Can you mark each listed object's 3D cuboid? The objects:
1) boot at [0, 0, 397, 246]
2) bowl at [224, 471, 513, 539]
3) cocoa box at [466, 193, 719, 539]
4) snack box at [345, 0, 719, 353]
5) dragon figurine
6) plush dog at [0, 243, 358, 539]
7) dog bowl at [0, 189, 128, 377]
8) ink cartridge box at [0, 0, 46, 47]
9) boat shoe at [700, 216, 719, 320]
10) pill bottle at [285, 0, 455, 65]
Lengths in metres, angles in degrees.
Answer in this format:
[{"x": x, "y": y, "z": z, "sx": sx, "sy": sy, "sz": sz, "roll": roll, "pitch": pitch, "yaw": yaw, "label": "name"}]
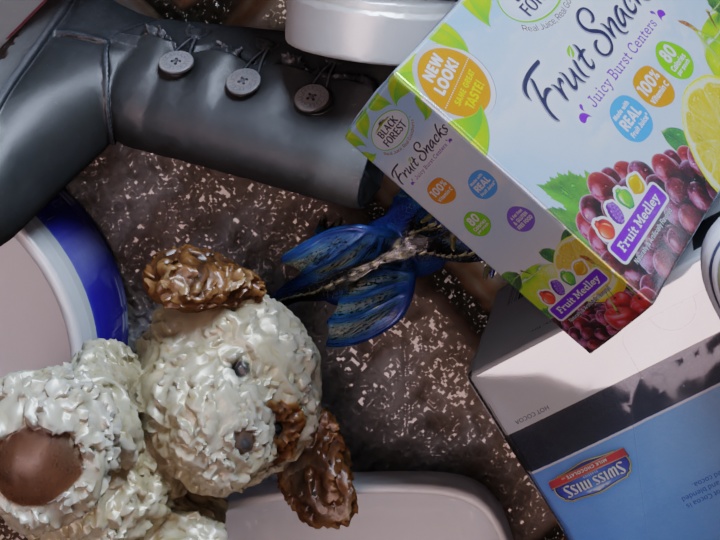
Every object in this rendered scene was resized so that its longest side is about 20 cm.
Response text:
[{"x": -0.088, "y": -0.061, "z": 0.765, "sx": 0.199, "sy": 0.165, "sz": 0.066, "roll": 16, "pitch": 153, "yaw": 7, "label": "boot"}, {"x": 0.003, "y": 0.202, "z": 0.854, "sx": 0.199, "sy": 0.075, "sz": 0.201, "roll": -6, "pitch": 105, "yaw": 15, "label": "bowl"}, {"x": 0.174, "y": 0.039, "z": 0.736, "sx": 0.199, "sy": 0.133, "sz": 0.132, "roll": -29, "pitch": 99, "yaw": 18, "label": "cocoa box"}, {"x": 0.102, "y": -0.079, "z": 0.686, "sx": 0.142, "sy": 0.200, "sz": 0.053, "roll": 40, "pitch": 138, "yaw": -1, "label": "snack box"}, {"x": 0.000, "y": 0.000, "z": 0.782, "sx": 0.199, "sy": 0.099, "sz": 0.059, "roll": -26, "pitch": 98, "yaw": 18, "label": "dragon figurine"}, {"x": -0.093, "y": 0.082, "z": 0.759, "sx": 0.171, "sy": 0.160, "sz": 0.200, "roll": -34, "pitch": 119, "yaw": -11, "label": "plush dog"}, {"x": -0.235, "y": 0.033, "z": 0.856, "sx": 0.199, "sy": 0.079, "sz": 0.201, "roll": 3, "pitch": 106, "yaw": 11, "label": "dog bowl"}, {"x": -0.245, "y": -0.196, "z": 0.751, "sx": 0.145, "sy": 0.083, "sz": 0.200, "roll": -43, "pitch": 76, "yaw": 9, "label": "ink cartridge box"}, {"x": 0.221, "y": 0.050, "z": 0.625, "sx": 0.200, "sy": 0.062, "sz": 0.072, "roll": 43, "pitch": 108, "yaw": -5, "label": "boat shoe"}, {"x": 0.015, "y": -0.202, "z": 0.714, "sx": 0.112, "sy": 0.112, "sz": 0.201, "roll": 11, "pitch": 108, "yaw": 9, "label": "pill bottle"}]
